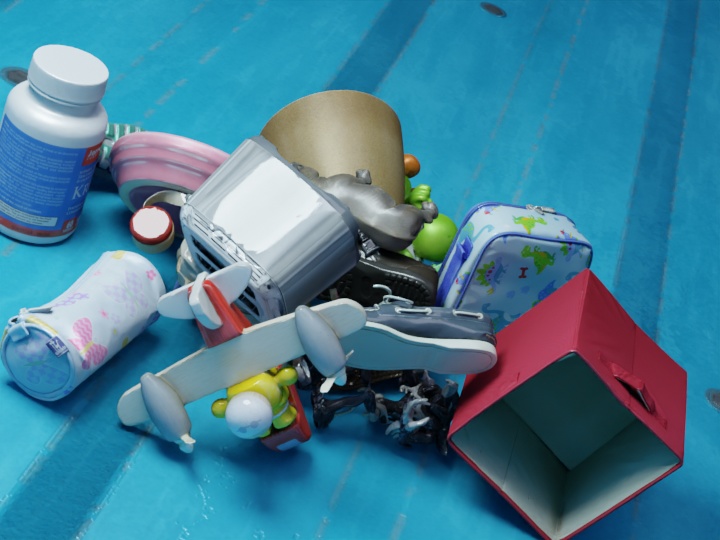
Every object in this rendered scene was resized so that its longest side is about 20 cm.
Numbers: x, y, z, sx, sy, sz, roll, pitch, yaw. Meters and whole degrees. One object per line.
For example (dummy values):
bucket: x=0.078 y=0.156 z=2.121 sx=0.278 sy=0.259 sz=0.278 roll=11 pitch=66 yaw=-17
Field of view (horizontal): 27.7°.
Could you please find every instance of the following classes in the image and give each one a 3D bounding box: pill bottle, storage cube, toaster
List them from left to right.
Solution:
pill bottle: x=-0.340 y=-0.139 z=1.591 sx=0.112 sy=0.200 sz=0.112 roll=17 pitch=32 yaw=-11
toaster: x=-0.091 y=-0.033 z=1.497 sx=0.129 sy=0.114 sz=0.200 roll=-42 pitch=67 yaw=-18
storage cube: x=0.218 y=0.140 z=1.519 sx=0.171 sy=0.200 sz=0.180 roll=45 pitch=29 yaw=-11

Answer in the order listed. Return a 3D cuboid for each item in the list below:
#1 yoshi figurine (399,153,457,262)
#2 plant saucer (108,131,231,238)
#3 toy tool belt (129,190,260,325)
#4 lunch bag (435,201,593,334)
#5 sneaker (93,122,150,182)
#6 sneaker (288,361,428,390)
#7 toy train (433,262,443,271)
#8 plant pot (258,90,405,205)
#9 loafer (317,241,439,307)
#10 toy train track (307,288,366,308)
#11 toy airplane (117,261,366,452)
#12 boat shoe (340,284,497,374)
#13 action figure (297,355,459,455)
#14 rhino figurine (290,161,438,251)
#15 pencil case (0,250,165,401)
yoshi figurine: x=0.078 y=-0.063 z=1.856 sx=0.112 sy=0.112 sz=0.200 roll=21 pitch=33 yaw=-18
plant saucer: x=-0.195 y=-0.085 z=1.656 sx=0.200 sy=0.201 sz=0.051 roll=20 pitch=69 yaw=-5
toy tool belt: x=-0.157 y=0.004 z=1.608 sx=0.200 sy=0.123 sz=0.125 roll=19 pitch=62 yaw=5
lunch bag: x=0.164 y=0.018 z=1.691 sx=0.161 sy=0.200 sz=0.082 roll=6 pitch=34 yaw=-26
sneaker: x=-0.310 y=-0.138 z=1.747 sx=0.200 sy=0.087 sz=0.075 roll=25 pitch=59 yaw=-42
sneaker: x=-0.004 y=0.090 z=1.618 sx=0.200 sy=0.071 sz=0.076 roll=1 pitch=10 yaw=-28
toy train: x=0.070 y=0.018 z=1.734 sx=0.200 sy=0.056 sz=0.042 roll=-23 pitch=75 yaw=-38
plant pot: x=-0.022 y=-0.084 z=1.772 sx=0.186 sy=0.186 sz=0.200 roll=8 pitch=48 yaw=-25
loafer: x=0.000 y=0.000 z=1.653 sx=0.200 sy=0.073 sz=0.071 roll=22 pitch=31 yaw=16
toy train track: x=-0.040 y=0.042 z=1.578 sx=0.115 sy=0.033 sz=0.200 roll=-12 pitch=-4 yaw=3
toy airplane: x=-0.112 y=0.094 z=1.385 sx=0.199 sy=0.200 sz=0.141 roll=13 pitch=36 yaw=-19
boat shoe: x=0.042 y=0.059 z=1.478 sx=0.200 sy=0.075 sz=0.062 roll=5 pitch=54 yaw=-8
action figure: x=0.041 y=0.128 z=1.533 sx=0.200 sy=0.102 sz=0.119 roll=9 pitch=48 yaw=-23
rhino figurine: x=-0.016 y=-0.081 z=1.640 sx=0.200 sy=0.060 sz=0.087 roll=25 pitch=26 yaw=8
pencil case: x=-0.274 y=0.051 z=1.455 sx=0.091 sy=0.083 sz=0.200 roll=48 pitch=32 yaw=-2
